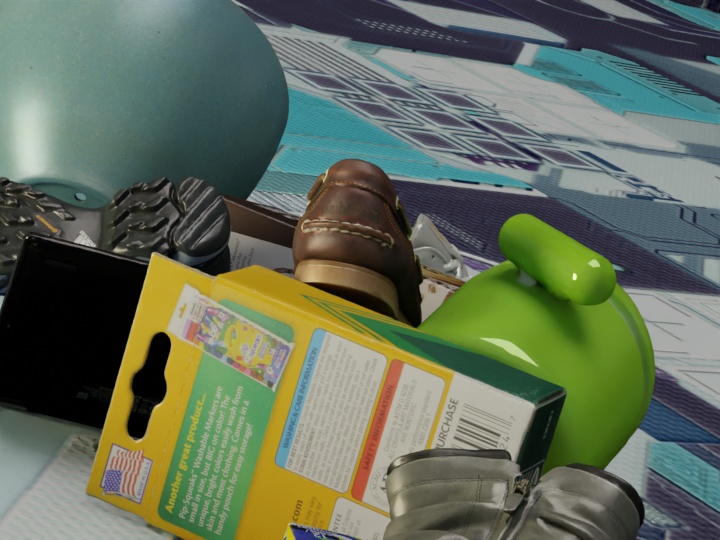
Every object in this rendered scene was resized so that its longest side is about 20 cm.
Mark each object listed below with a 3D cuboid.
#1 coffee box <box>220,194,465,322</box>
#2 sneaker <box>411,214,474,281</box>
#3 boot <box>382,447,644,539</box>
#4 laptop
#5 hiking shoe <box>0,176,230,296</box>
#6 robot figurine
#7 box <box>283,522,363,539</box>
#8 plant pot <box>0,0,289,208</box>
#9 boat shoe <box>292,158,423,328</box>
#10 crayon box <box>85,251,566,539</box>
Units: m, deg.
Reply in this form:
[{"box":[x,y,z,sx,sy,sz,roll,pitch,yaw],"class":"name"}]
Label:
[{"box":[0.009,0.031,1.625,0.199,0.080,0.113,22,4,16],"class":"coffee box"},{"box":[0.050,0.020,1.723,0.199,0.093,0.076,17,14,-1],"class":"sneaker"},{"box":[0.008,0.126,1.126,0.199,0.068,0.131,6,44,6],"class":"boot"},{"box":[-0.096,0.028,1.484,0.186,0.200,0.116,14,48,-10],"class":"laptop"},{"box":[-0.165,0.002,1.562,0.199,0.087,0.075,2,46,9],"class":"hiking shoe"},{"box":[0.076,0.063,1.434,0.115,0.177,0.200,12,24,21],"class":"robot figurine"},{"box":[0.058,0.167,1.207,0.199,0.070,0.064,14,12,-12],"class":"box"},{"box":[-0.154,-0.070,1.691,0.199,0.201,0.135,17,49,0],"class":"plant pot"},{"box":[0.000,0.000,1.453,0.070,0.071,0.200,8,-15,0],"class":"boat shoe"},{"box":[-0.017,0.080,1.336,0.199,0.126,0.052,22,14,18],"class":"crayon box"}]
